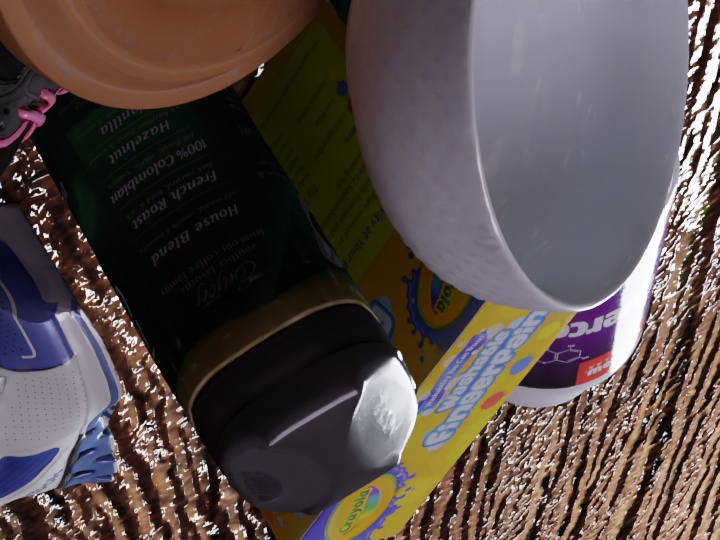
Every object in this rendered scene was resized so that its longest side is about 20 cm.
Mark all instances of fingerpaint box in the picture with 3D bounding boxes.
[{"bbox_3d":[0.000,0.000,1.062,0.073,0.167,0.200,-6,142,-42],"label":"fingerpaint box"}]

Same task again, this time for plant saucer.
[{"bbox_3d":[-0.051,-0.148,0.821,0.200,0.032,0.201,-31,137,-34],"label":"plant saucer"}]

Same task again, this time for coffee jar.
[{"bbox_3d":[-0.055,-0.001,0.961,0.085,0.200,0.104,-31,153,-3],"label":"coffee jar"}]

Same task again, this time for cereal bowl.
[{"bbox_3d":[0.052,-0.085,0.905,0.083,0.201,0.200,4,169,28],"label":"cereal bowl"}]

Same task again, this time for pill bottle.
[{"bbox_3d":[0.096,-0.010,1.211,0.112,0.113,0.200,-25,152,-15],"label":"pill bottle"}]

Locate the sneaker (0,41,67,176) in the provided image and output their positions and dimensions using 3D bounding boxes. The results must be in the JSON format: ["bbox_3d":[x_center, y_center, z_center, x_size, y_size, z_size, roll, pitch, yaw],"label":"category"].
[{"bbox_3d":[-0.134,-0.074,0.857,0.199,0.096,0.079,-12,164,-33],"label":"sneaker"}]

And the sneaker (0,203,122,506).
[{"bbox_3d":[-0.174,0.065,1.077,0.115,0.081,0.200,-27,155,-17],"label":"sneaker"}]
